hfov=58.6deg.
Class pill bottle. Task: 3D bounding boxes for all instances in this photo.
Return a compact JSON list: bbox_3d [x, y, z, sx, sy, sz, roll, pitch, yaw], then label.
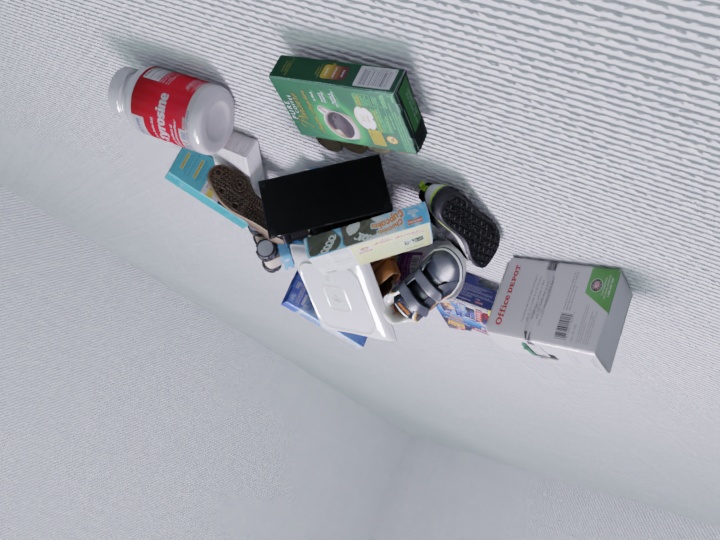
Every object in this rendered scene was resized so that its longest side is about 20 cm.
[{"bbox_3d":[0.100,0.000,1.245,0.112,0.114,0.198,37,159,-33],"label":"pill bottle"},{"bbox_3d":[-0.318,-0.274,1.073,0.196,0.114,0.113,20,161,18],"label":"pill bottle"}]

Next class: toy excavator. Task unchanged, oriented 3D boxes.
[{"bbox_3d":[-0.136,-0.058,1.448,0.100,0.195,0.198,83,165,-70],"label":"toy excavator"}]

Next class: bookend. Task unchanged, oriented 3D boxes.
[{"bbox_3d":[-0.055,-0.090,1.063,0.194,0.095,0.199,-13,166,-5],"label":"bookend"}]

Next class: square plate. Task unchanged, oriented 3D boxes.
[{"bbox_3d":[-0.039,0.046,1.209,0.196,0.028,0.202,6,128,41],"label":"square plate"}]

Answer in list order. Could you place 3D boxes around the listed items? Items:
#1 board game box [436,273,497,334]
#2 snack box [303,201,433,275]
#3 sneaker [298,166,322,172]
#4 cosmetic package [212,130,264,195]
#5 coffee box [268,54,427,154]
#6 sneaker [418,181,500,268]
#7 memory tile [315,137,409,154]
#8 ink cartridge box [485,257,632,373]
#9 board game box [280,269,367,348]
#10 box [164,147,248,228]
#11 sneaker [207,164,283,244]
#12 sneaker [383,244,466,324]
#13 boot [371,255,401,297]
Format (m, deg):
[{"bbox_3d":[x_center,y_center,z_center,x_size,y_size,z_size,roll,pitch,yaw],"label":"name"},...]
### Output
[{"bbox_3d":[0.239,0.079,1.352,0.196,0.063,0.201,20,162,18],"label":"board game box"},{"bbox_3d":[0.017,-0.047,1.021,0.195,0.038,0.116,-16,165,5],"label":"snack box"},{"bbox_3d":[-0.110,-0.151,1.181,0.071,0.074,0.198,20,162,-36],"label":"sneaker"},{"bbox_3d":[-0.231,-0.185,1.254,0.081,0.051,0.202,24,152,12],"label":"cosmetic package"},{"bbox_3d":[-0.017,-0.223,0.858,0.196,0.045,0.123,15,158,29],"label":"coffee box"},{"bbox_3d":[0.159,-0.083,1.046,0.200,0.072,0.083,46,175,-41],"label":"sneaker"},{"bbox_3d":[-0.015,-0.225,0.948,0.196,0.017,0.153,10,156,39],"label":"memory tile"},{"bbox_3d":[0.327,0.069,1.068,0.197,0.149,0.084,9,158,43],"label":"ink cartridge box"},{"bbox_3d":[-0.042,0.030,1.376,0.196,0.204,0.043,31,159,-17],"label":"board game box"},{"bbox_3d":[-0.307,-0.180,1.363,0.198,0.084,0.049,33,160,-20],"label":"box"},{"bbox_3d":[-0.215,-0.116,1.223,0.199,0.071,0.075,42,159,-15],"label":"sneaker"},{"bbox_3d":[0.106,0.036,1.098,0.079,0.079,0.201,47,142,8],"label":"sneaker"},{"bbox_3d":[0.000,0.000,1.233,0.072,0.157,0.201,-9,148,-31],"label":"boot"}]
